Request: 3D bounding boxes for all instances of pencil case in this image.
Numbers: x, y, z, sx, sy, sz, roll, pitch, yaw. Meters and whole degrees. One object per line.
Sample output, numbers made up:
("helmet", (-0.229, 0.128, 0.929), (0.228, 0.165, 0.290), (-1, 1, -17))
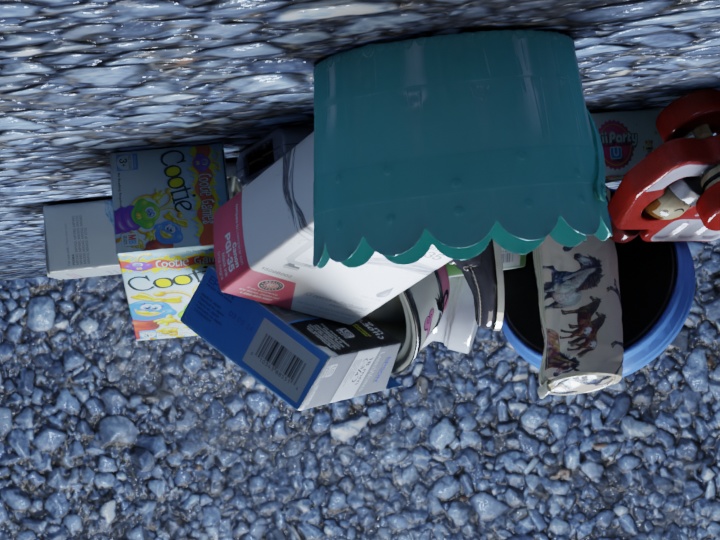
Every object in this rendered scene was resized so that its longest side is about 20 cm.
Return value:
("pencil case", (0.198, 0.019, 1.476), (0.089, 0.200, 0.078), (-1, 167, -6))

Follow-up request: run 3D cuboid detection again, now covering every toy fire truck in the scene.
("toy fire truck", (0.309, -0.073, 1.428), (0.200, 0.112, 0.168), (-3, 151, -39))

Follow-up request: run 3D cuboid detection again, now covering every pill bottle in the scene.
("pill bottle", (0.031, 0.018, 1.676), (0.200, 0.116, 0.116), (14, -179, 7))

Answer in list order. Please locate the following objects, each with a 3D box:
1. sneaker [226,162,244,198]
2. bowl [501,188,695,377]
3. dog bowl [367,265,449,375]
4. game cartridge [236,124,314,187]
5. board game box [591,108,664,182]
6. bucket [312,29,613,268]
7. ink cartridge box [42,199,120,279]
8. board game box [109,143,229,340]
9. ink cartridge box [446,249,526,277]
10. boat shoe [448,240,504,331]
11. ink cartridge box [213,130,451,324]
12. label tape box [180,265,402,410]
("sneaker", (-0.140, -0.072, 1.557), (0.200, 0.071, 0.080), (-6, 175, 15))
("bowl", (0.225, 0.010, 1.550), (0.200, 0.201, 0.039), (-7, 156, 22))
("dog bowl", (0.000, 0.000, 1.507), (0.074, 0.200, 0.200), (-40, -162, -31))
("game cartridge", (-0.029, -0.105, 1.426), (0.133, 0.041, 0.200), (-2, 177, -17))
("board game box", (0.177, -0.109, 1.514), (0.147, 0.064, 0.200), (-6, 178, -32))
("bucket", (0.062, -0.077, 1.049), (0.207, 0.135, 0.207), (-5, 178, 0))
("ink cartridge box", (-0.265, -0.041, 1.857), (0.200, 0.083, 0.146), (-6, 178, -4))
("board game box", (-0.171, -0.023, 1.467), (0.103, 0.105, 0.200), (-5, 156, -5))
("ink cartridge box", (0.066, -0.043, 1.589), (0.104, 0.059, 0.200), (-7, -166, -33))
("boat shoe", (0.095, -0.037, 1.458), (0.063, 0.200, 0.073), (-9, -162, 0))
("ink cartridge box", (-0.006, -0.043, 1.299), (0.146, 0.083, 0.200), (16, 145, -35))
("label tape box", (-0.046, 0.052, 1.428), (0.144, 0.063, 0.200), (36, -162, 22))
